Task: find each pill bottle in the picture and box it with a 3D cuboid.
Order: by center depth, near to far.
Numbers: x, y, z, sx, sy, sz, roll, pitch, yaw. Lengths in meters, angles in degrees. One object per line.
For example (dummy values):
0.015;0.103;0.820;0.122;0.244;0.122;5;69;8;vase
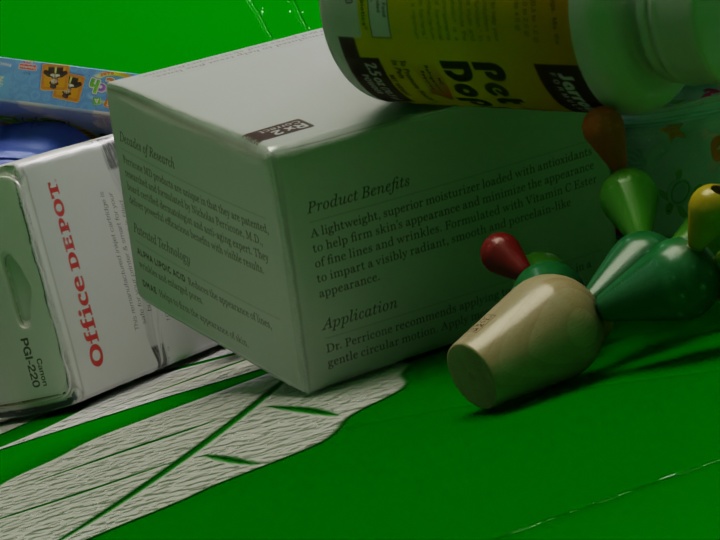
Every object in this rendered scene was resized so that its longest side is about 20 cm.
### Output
0.087;-0.129;1.116;0.199;0.110;0.109;6;17;37;pill bottle

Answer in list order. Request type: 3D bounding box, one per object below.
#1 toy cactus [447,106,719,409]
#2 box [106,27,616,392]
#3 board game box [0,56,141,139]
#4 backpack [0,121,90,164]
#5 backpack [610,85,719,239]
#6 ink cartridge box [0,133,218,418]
0.106;0.001;1.020;0.165;0.103;0.200;-30;21;-31;toy cactus
-0.001;-0.046;1.277;0.198;0.131;0.200;-17;22;-26;box
-0.150;-0.101;1.648;0.199;0.037;0.151;8;-10;5;board game box
-0.256;0.002;1.621;0.199;0.163;0.168;-10;42;14;backpack
0.199;-0.087;1.324;0.200;0.151;0.177;-24;19;-29;backpack
-0.161;-0.006;1.468;0.085;0.146;0.200;-11;6;32;ink cartridge box
